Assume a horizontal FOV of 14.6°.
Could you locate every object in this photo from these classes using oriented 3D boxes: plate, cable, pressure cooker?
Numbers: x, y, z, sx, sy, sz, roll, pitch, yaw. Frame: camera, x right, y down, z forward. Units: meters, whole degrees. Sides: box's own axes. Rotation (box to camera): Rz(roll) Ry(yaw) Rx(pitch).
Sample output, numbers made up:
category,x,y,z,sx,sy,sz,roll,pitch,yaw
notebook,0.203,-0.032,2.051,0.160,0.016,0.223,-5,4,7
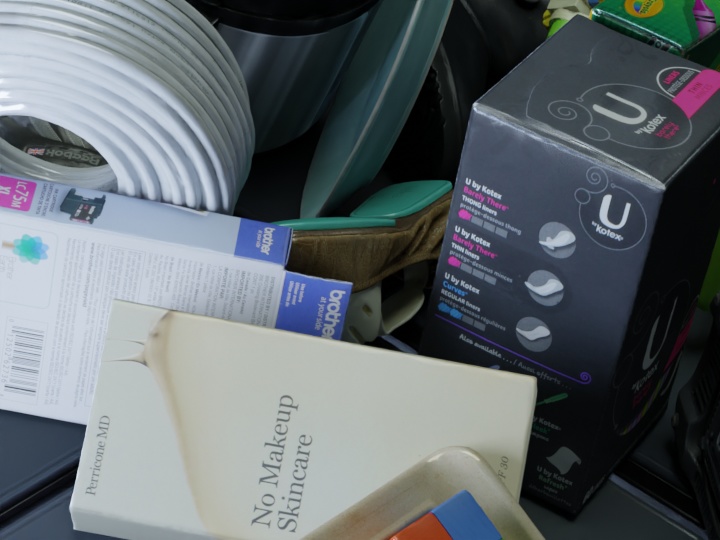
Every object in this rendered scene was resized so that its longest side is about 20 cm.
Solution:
category,x,y,z,sx,sy,sz,roll,pitch,yaw
plate,0.016,-0.111,1.520,0.026,0.200,0.200,22,34,-8
cable,-0.152,-0.065,1.361,0.199,0.200,0.069,10,50,2
pressure cooker,-0.066,-0.179,1.551,0.178,0.200,0.176,-3,59,-24

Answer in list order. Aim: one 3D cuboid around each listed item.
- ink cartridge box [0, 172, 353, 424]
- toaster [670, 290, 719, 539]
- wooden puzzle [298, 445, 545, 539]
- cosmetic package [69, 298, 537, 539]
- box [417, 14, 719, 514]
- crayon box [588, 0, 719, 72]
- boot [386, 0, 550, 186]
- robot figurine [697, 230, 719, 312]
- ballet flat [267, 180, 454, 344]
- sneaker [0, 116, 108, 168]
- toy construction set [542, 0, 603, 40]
category,x,y,z,sx,sy,sz,roll,pitch,yaw
ink cartridge box,-0.109,0.022,1.356,0.199,0.120,0.042,12,36,0
toaster,0.236,0.096,1.363,0.129,0.114,0.200,7,33,-11
wooden puzzle,0.038,0.180,1.178,0.200,0.046,0.185,-30,80,-42
cosmetic package,-0.027,0.084,1.297,0.199,0.073,0.104,10,78,-3
box,0.106,-0.003,1.385,0.106,0.200,0.122,24,37,18
crayon box,0.154,-0.062,1.483,0.058,0.200,0.119,28,38,24
boot,0.085,-0.124,1.656,0.168,0.077,0.200,3,46,-25
robot figurine,0.278,-0.005,1.514,0.200,0.116,0.176,-12,47,-30
ballet flat,0.000,0.000,1.441,0.068,0.073,0.200,-3,7,24
sneaker,-0.176,-0.056,1.492,0.200,0.076,0.088,25,43,18
toy construction set,0.176,-0.113,1.600,0.131,0.200,0.092,-5,38,42
